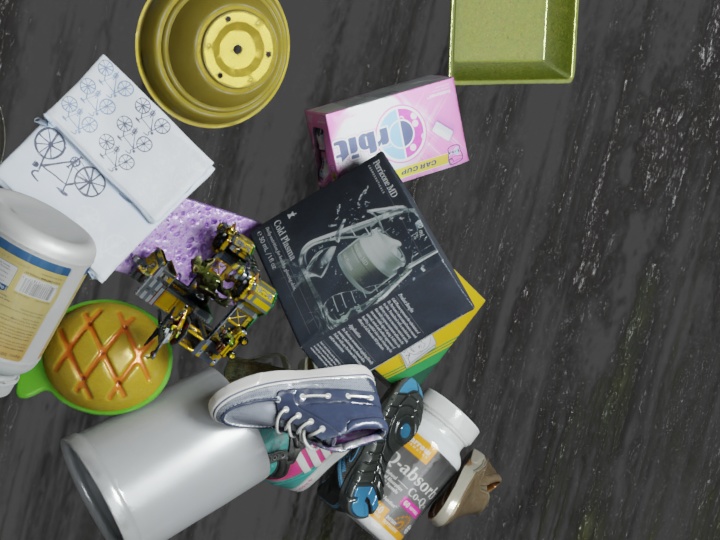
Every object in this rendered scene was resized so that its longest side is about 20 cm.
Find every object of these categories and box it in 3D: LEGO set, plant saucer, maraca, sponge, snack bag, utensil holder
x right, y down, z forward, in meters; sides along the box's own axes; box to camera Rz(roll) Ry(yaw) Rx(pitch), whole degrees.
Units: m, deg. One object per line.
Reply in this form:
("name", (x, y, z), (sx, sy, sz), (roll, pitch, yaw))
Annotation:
("LEGO set", (-0.192, 0.011, 1.587), (0.116, 0.200, 0.154), (37, 109, -28))
("plant saucer", (0.194, -0.348, 1.811), (0.200, 0.048, 0.200), (-5, 104, -27))
("maraca", (-0.322, 0.100, 1.614), (0.200, 0.107, 0.137), (6, 77, -6))
("sponge", (-0.224, -0.035, 1.674), (0.200, 0.030, 0.112), (18, 93, -29))
("snack bag", (-0.301, -0.117, 1.594), (0.200, 0.021, 0.189), (-46, 104, -8))
("utensil holder", (-0.232, 0.231, 1.652), (0.200, 0.170, 0.170), (-27, 113, -21))

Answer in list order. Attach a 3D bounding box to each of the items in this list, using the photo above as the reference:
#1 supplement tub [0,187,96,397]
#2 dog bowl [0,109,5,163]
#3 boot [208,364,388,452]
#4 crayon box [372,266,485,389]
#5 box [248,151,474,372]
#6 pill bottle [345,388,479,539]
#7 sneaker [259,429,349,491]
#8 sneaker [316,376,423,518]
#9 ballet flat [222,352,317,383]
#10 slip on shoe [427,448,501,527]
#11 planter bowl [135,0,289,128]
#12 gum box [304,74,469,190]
("supplement tub", (-0.398, 0.025, 1.520), (0.145, 0.145, 0.200), (25, 101, -30))
("dog bowl", (-0.493, -0.150, 1.491), (0.200, 0.059, 0.200), (-6, 104, -27))
("boot", (-0.069, 0.167, 1.578), (0.200, 0.090, 0.073), (-10, 140, -14))
("crayon box", (0.043, 0.042, 1.814), (0.200, 0.058, 0.173), (43, 80, -28))
("box", (0.000, 0.000, 1.658), (0.197, 0.200, 0.124), (-31, 142, 4))
("pill bottle", (0.062, 0.263, 1.842), (0.200, 0.116, 0.116), (-49, 118, -9))
("sneaker", (-0.083, 0.202, 1.738), (0.121, 0.084, 0.200), (16, 127, -33))
("sneaker", (0.011, 0.221, 1.775), (0.073, 0.082, 0.200), (48, 62, -36))
("ballet flat", (-0.086, 0.140, 1.772), (0.200, 0.071, 0.071), (6, 98, -30))
("slip on shoe", (0.146, 0.304, 1.858), (0.061, 0.200, 0.076), (40, 106, 5))
("planter bowl", (-0.159, -0.265, 1.626), (0.200, 0.083, 0.201), (-6, 104, -27))
("gum box", (0.030, -0.171, 1.754), (0.200, 0.066, 0.114), (-19, 108, -22))
